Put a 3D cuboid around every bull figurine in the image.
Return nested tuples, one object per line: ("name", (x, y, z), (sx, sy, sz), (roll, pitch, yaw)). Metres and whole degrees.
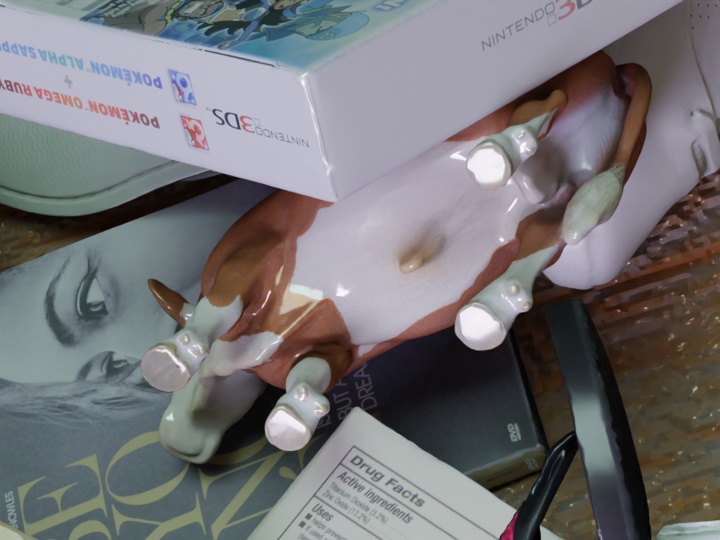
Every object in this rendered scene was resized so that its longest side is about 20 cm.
("bull figurine", (0.000, 0.000, 0.900), (0.200, 0.065, 0.122), (-36, 11, 22))

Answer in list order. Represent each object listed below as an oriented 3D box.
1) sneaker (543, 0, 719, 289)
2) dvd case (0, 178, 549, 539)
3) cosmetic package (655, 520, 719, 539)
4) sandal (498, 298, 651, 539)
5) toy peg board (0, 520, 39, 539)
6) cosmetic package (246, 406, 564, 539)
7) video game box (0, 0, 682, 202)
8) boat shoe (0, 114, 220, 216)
("sneaker", (0.125, -0.075, 0.965), (0.088, 0.075, 0.201), (23, 70, 14))
("dvd case", (-0.048, 0.036, 0.994), (0.199, 0.016, 0.149), (-22, 52, 9))
("cosmetic package", (0.124, 0.174, 0.760), (0.081, 0.113, 0.201), (-7, 53, 12))
("sandal", (0.058, 0.109, 0.795), (0.045, 0.201, 0.075), (-5, 13, 7))
("toy peg board", (-0.175, 0.137, 0.819), (0.199, 0.098, 0.200), (23, 75, 26))
("cosmetic package", (-0.018, 0.152, 0.865), (0.103, 0.073, 0.200), (31, 74, 37))
("video game box", (0.002, -0.094, 0.909), (0.199, 0.047, 0.182), (-31, 28, -32))
("boat shoe", (-0.065, -0.062, 1.041), (0.199, 0.076, 0.060), (0, 14, 38))
